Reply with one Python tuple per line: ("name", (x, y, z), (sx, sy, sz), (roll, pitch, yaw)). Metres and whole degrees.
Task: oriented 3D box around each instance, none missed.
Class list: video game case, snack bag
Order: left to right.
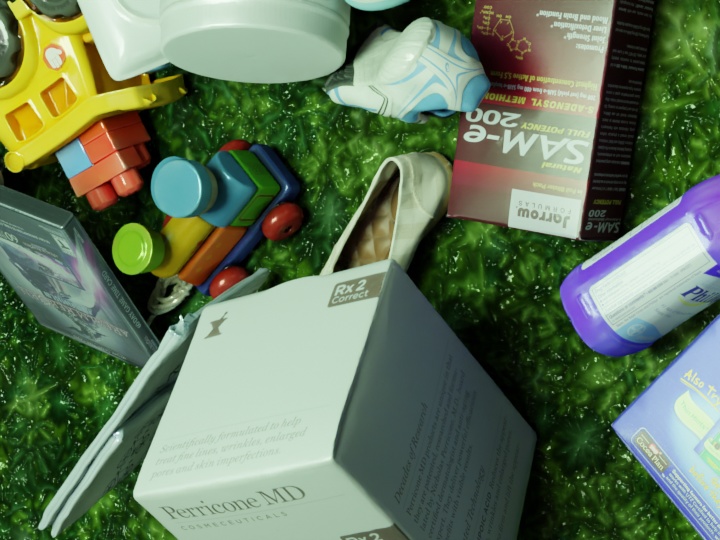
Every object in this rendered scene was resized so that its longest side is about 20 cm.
("video game case", (-0.236, 0.002, 1.343), (0.143, 0.200, 0.019), (20, 62, 32))
("snack bag", (-0.143, 0.091, 1.275), (0.021, 0.189, 0.200), (38, 112, 6))

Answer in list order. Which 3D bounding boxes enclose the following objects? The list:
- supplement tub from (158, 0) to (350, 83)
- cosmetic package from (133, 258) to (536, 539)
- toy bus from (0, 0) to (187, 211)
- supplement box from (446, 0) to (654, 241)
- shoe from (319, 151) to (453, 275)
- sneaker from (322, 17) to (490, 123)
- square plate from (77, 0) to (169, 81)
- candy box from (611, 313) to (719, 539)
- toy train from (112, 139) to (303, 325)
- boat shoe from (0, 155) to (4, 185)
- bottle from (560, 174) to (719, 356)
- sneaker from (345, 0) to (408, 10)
("supplement tub", (-0.069, -0.241, 1.183), (0.132, 0.132, 0.200), (-5, 78, 33))
("cosmetic package", (-0.010, 0.128, 1.145), (0.165, 0.200, 0.165), (-15, 41, 33))
("toy bus", (-0.205, -0.154, 1.349), (0.200, 0.136, 0.192), (-31, 88, 27))
("supplement box", (0.129, -0.126, 1.160), (0.109, 0.061, 0.200), (11, 98, 34))
("shoe", (0.000, 0.000, 1.252), (0.070, 0.053, 0.200), (37, 110, 27))
("sneaker", (0.029, -0.130, 1.181), (0.072, 0.200, 0.072), (41, 84, -16))
("square plate", (-0.127, -0.262, 1.259), (0.200, 0.028, 0.198), (-23, 83, -12))
("candy box", (0.283, 0.090, 1.054), (0.200, 0.077, 0.169), (-49, 65, 25))
("toy train", (-0.144, -0.011, 1.310), (0.200, 0.116, 0.085), (-48, 66, 24))
("boat shoe", (-0.323, -0.082, 1.400), (0.073, 0.200, 0.063), (-4, 76, -8))
("bottle", (0.222, -0.019, 1.088), (0.200, 0.083, 0.065), (-36, 69, 28))
("sneaker", (0.057, -0.265, 1.104), (0.200, 0.131, 0.080), (-34, 38, -10))
